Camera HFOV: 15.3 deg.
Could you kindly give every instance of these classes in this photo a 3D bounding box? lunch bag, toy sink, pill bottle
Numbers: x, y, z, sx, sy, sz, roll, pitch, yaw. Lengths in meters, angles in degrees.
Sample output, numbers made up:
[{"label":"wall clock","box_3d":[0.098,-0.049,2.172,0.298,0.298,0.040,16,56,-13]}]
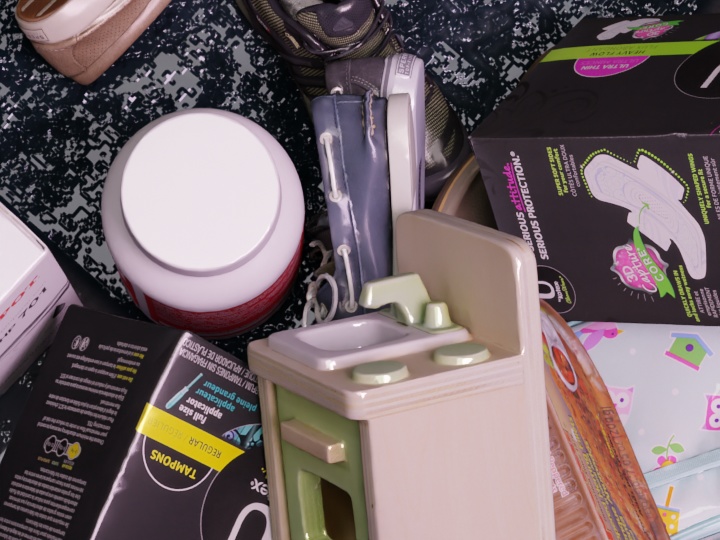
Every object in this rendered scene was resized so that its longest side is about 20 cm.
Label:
[{"label":"lunch bag","box_3d":[0.199,0.084,1.515,0.199,0.077,0.161,-21,62,12]},{"label":"toy sink","box_3d":[0.018,0.082,1.380,0.111,0.130,0.201,-11,106,-27]},{"label":"pill bottle","box_3d":[-0.087,-0.027,1.497,0.111,0.200,0.113,0,82,-2]}]

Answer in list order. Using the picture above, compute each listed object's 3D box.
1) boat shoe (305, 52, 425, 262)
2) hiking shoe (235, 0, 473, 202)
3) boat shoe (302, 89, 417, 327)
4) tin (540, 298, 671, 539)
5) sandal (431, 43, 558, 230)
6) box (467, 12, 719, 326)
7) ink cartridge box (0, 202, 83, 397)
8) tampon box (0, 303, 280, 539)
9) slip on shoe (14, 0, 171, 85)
[{"label":"boat shoe","box_3d":[0.001,-0.028,1.539,0.066,0.070,0.201,4,116,6]},{"label":"hiking shoe","box_3d":[-0.008,-0.122,1.564,0.076,0.101,0.200,-41,85,-6]},{"label":"boat shoe","box_3d":[0.000,0.000,1.476,0.061,0.075,0.201,1,112,6]},{"label":"tin","box_3d":[0.118,0.110,1.429,0.042,0.112,0.201,-27,68,15]},{"label":"sandal","box_3d":[0.098,-0.045,1.563,0.054,0.080,0.201,19,73,47]},{"label":"box","box_3d":[0.189,-0.057,1.477,0.199,0.149,0.125,2,123,35]},{"label":"ink cartridge box","box_3d":[-0.238,0.031,1.484,0.086,0.200,0.147,42,83,5]},{"label":"tampon box","box_3d":[-0.112,0.144,1.462,0.150,0.126,0.201,29,79,-33]},{"label":"slip on shoe","box_3d":[-0.116,-0.194,1.595,0.200,0.076,0.061,-48,125,-15]}]
